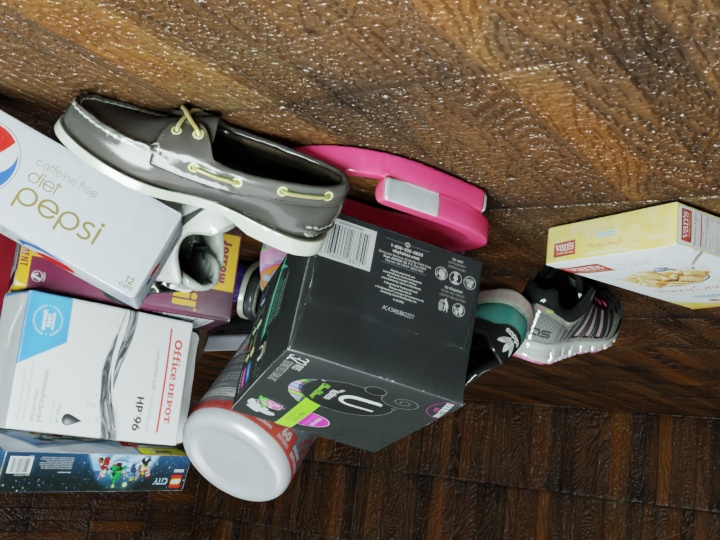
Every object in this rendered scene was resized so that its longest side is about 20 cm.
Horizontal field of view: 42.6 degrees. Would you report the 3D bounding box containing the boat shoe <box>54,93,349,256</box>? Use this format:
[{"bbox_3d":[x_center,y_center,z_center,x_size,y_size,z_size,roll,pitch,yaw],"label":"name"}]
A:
[{"bbox_3d":[-0.104,-0.078,0.631,0.199,0.072,0.061,22,121,-16],"label":"boat shoe"}]

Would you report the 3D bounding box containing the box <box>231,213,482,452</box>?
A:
[{"bbox_3d":[-0.009,0.060,0.781,0.147,0.126,0.200,18,154,-12],"label":"box"}]

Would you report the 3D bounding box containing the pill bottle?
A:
[{"bbox_3d":[-0.083,0.120,0.929,0.114,0.201,0.117,15,133,17],"label":"pill bottle"}]

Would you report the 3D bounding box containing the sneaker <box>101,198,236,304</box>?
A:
[{"bbox_3d":[-0.156,-0.008,0.740,0.074,0.089,0.200,-26,166,-38],"label":"sneaker"}]

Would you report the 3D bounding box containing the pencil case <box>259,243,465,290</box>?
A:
[{"bbox_3d":[0.000,0.000,0.903,0.197,0.089,0.087,1,168,24],"label":"pencil case"}]

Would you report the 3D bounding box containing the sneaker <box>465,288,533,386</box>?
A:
[{"bbox_3d":[0.073,0.077,0.911,0.199,0.080,0.072,-23,110,40],"label":"sneaker"}]

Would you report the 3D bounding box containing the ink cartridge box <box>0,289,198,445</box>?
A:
[{"bbox_3d":[-0.224,0.094,0.839,0.198,0.118,0.067,15,166,-38],"label":"ink cartridge box"}]

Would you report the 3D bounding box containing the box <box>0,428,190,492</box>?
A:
[{"bbox_3d":[-0.278,0.165,0.869,0.136,0.038,0.199,18,-178,41],"label":"box"}]

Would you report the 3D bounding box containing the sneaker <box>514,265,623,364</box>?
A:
[{"bbox_3d":[0.223,0.035,0.966,0.073,0.089,0.199,29,-153,37],"label":"sneaker"}]

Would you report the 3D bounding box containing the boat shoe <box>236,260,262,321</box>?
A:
[{"bbox_3d":[-0.090,0.030,1.115,0.067,0.073,0.200,12,180,18],"label":"boat shoe"}]

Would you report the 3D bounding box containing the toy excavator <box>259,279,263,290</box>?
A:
[{"bbox_3d":[0.007,0.051,1.030,0.198,0.195,0.100,1,132,-38],"label":"toy excavator"}]

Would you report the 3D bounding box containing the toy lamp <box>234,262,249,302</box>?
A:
[{"bbox_3d":[-0.220,0.003,1.117,0.197,0.059,0.058,10,169,-10],"label":"toy lamp"}]

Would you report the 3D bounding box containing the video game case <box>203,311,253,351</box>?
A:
[{"bbox_3d":[-0.083,0.073,1.187,0.197,0.022,0.182,-2,-172,9],"label":"video game case"}]

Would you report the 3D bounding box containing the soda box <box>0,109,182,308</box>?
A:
[{"bbox_3d":[-0.223,-0.054,0.632,0.198,0.069,0.064,30,166,-5],"label":"soda box"}]

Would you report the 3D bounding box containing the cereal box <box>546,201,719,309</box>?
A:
[{"bbox_3d":[0.280,-0.007,0.797,0.198,0.040,0.143,13,167,-29],"label":"cereal box"}]

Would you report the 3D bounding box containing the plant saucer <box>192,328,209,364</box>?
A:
[{"bbox_3d":[-0.240,0.026,0.940,0.198,0.202,0.032,13,143,-28],"label":"plant saucer"}]

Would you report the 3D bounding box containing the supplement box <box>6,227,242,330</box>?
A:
[{"bbox_3d":[-0.219,-0.016,0.872,0.198,0.112,0.085,11,167,-23],"label":"supplement box"}]

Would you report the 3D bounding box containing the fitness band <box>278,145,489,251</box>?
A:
[{"bbox_3d":[0.015,-0.055,0.745,0.198,0.038,0.143,17,168,-39],"label":"fitness band"}]

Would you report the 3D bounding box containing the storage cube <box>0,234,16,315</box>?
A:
[{"bbox_3d":[-0.357,0.065,1.023,0.178,0.173,0.200,-13,143,24],"label":"storage cube"}]
